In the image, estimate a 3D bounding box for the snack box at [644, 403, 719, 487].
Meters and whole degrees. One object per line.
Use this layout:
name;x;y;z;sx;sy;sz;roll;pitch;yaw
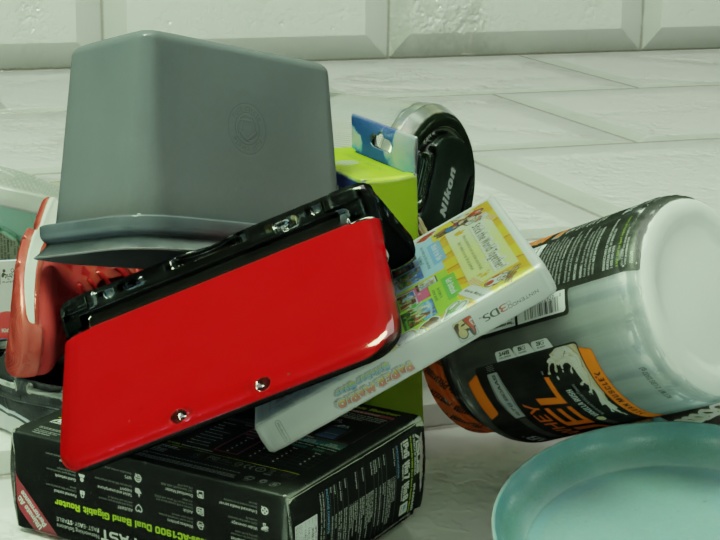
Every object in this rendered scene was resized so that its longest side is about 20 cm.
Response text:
snack box;0.274;0.107;0.974;0.198;0.037;0.117;4;39;13

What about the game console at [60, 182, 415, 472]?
game console;-0.062;0.044;0.931;0.198;0.120;0.172;-21;-20;10

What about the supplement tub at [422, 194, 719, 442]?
supplement tub;0.135;0.037;0.988;0.122;0.124;0.199;-12;-6;-41

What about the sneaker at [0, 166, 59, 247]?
sneaker;-0.263;-0.010;1.299;0.198;0.119;0.074;17;14;-13

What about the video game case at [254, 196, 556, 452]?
video game case;0.019;0.026;0.967;0.181;0.023;0.200;-30;13;4

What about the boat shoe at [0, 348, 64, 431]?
boat shoe;-0.215;0.075;1.092;0.071;0.069;0.200;-7;16;-28

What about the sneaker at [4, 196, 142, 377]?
sneaker;-0.167;0.011;1.068;0.114;0.079;0.201;9;28;-7

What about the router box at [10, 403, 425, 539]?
router box;-0.082;0.117;0.947;0.198;0.063;0.149;9;17;30

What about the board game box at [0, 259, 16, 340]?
board game box;-0.352;0.031;1.178;0.198;0.057;0.196;-4;-2;-19

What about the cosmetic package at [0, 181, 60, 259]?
cosmetic package;-0.302;-0.018;1.386;0.198;0.105;0.073;-6;15;-28

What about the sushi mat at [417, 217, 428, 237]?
sushi mat;0.055;-0.007;1.229;0.012;0.200;0.096;-42;52;-2

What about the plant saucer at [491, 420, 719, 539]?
plant saucer;0.169;0.143;0.866;0.198;0.028;0.201;-3;26;1

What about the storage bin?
storage bin;-0.106;-0.070;1.032;0.145;0.136;0.199;-5;-7;45

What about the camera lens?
camera lens;-0.001;-0.087;1.552;0.198;0.162;0.159;10;17;31

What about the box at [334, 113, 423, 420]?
box;0.000;0.000;1.128;0.047;0.202;0.122;-7;16;-21

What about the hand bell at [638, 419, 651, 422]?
hand bell;0.161;0.087;1.085;0.103;0.105;0.200;-7;29;-28
